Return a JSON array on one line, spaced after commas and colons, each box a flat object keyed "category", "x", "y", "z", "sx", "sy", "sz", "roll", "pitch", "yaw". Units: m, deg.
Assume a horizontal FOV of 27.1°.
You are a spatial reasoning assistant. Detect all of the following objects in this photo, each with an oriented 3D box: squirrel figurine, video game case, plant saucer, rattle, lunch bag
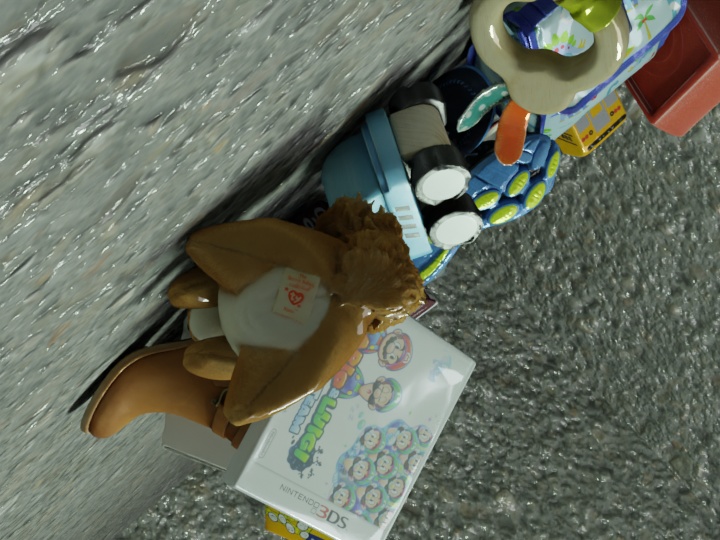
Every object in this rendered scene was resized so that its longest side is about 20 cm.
[{"category": "squirrel figurine", "x": -0.049, "y": 0.025, "z": 1.155, "sx": 0.199, "sy": 0.142, "sz": 0.187, "roll": -21, "pitch": 178, "yaw": -13}, {"category": "video game case", "x": -0.004, "y": 0.127, "z": 1.282, "sx": 0.024, "sy": 0.182, "sz": 0.200, "roll": 18, "pitch": -103, "yaw": 51}, {"category": "plant saucer", "x": 0.283, "y": -0.242, "z": 1.438, "sx": 0.037, "sy": 0.200, "sz": 0.200, "roll": -28, "pitch": 171, "yaw": -20}, {"category": "rattle", "x": 0.147, "y": -0.199, "z": 1.203, "sx": 0.200, "sy": 0.130, "sz": 0.143, "roll": 96, "pitch": -4, "yaw": -57}, {"category": "lunch bag", "x": 0.193, "y": -0.221, "z": 1.326, "sx": 0.170, "sy": 0.127, "sz": 0.200, "roll": -40, "pitch": 164, "yaw": -12}]

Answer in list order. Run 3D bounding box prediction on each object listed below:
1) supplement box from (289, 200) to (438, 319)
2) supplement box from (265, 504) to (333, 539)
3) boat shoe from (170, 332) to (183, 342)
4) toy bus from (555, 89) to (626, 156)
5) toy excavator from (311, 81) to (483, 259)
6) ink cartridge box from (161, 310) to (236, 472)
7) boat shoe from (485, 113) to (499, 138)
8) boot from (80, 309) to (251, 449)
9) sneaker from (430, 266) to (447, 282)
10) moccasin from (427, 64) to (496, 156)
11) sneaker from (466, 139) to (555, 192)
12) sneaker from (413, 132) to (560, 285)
[{"category": "supplement box", "x": 0.000, "y": 0.000, "z": 1.450, "sx": 0.061, "sy": 0.109, "sz": 0.200, "roll": -37, "pitch": 167, "yaw": 13}, {"category": "supplement box", "x": -0.020, "y": 0.167, "z": 1.424, "sx": 0.110, "sy": 0.109, "sz": 0.200, "roll": -50, "pitch": 152, "yaw": -44}, {"category": "boat shoe", "x": -0.162, "y": 0.096, "z": 1.481, "sx": 0.076, "sy": 0.060, "sz": 0.200, "roll": -45, "pitch": 176, "yaw": 21}, {"category": "toy bus", "x": 0.185, "y": -0.176, "z": 1.544, "sx": 0.065, "sy": 0.078, "sz": 0.200, "roll": -43, "pitch": -145, "yaw": -11}, {"category": "toy excavator", "x": -0.002, "y": -0.045, "z": 1.269, "sx": 0.199, "sy": 0.100, "sz": 0.195, "roll": -17, "pitch": 143, "yaw": 3}, {"category": "ink cartridge box", "x": -0.097, "y": 0.094, "z": 1.441, "sx": 0.200, "sy": 0.084, "sz": 0.145, "roll": -23, "pitch": 129, "yaw": -64}, {"category": "boat shoe", "x": 0.153, "y": -0.202, "z": 1.458, "sx": 0.200, "sy": 0.071, "sz": 0.063, "roll": -40, "pitch": 150, "yaw": -4}, {"category": "boot", "x": -0.135, "y": 0.117, "z": 1.299, "sx": 0.200, "sy": 0.155, "sz": 0.074, "roll": -44, "pitch": 176, "yaw": 11}, {"category": "sneaker", "x": 0.078, "y": -0.075, "z": 1.564, "sx": 0.081, "sy": 0.074, "sz": 0.201, "roll": -7, "pitch": 121, "yaw": -51}, {"category": "moccasin", "x": 0.055, "y": -0.110, "z": 1.363, "sx": 0.068, "sy": 0.081, "sz": 0.200, "roll": -34, "pitch": 170, "yaw": -38}, {"category": "sneaker", "x": 0.104, "y": -0.087, "z": 1.447, "sx": 0.085, "sy": 0.077, "sz": 0.200, "roll": 3, "pitch": -176, "yaw": -42}, {"category": "sneaker", "x": 0.088, "y": -0.063, "z": 1.336, "sx": 0.199, "sy": 0.071, "sz": 0.083, "roll": -37, "pitch": -147, "yaw": 16}]
